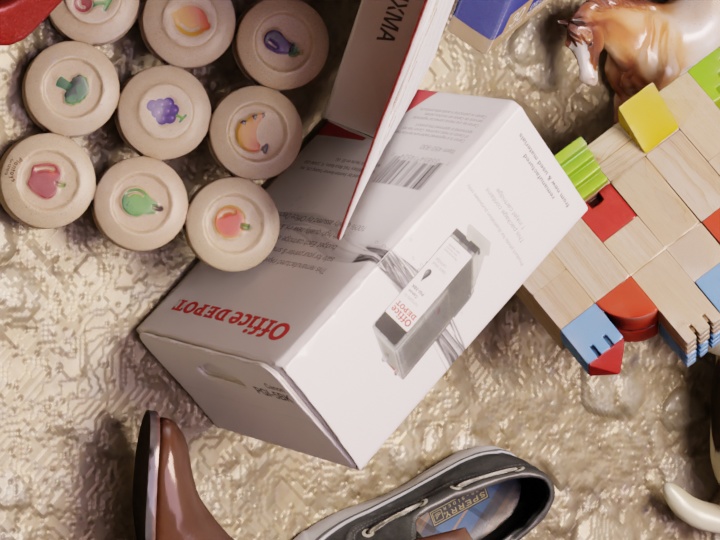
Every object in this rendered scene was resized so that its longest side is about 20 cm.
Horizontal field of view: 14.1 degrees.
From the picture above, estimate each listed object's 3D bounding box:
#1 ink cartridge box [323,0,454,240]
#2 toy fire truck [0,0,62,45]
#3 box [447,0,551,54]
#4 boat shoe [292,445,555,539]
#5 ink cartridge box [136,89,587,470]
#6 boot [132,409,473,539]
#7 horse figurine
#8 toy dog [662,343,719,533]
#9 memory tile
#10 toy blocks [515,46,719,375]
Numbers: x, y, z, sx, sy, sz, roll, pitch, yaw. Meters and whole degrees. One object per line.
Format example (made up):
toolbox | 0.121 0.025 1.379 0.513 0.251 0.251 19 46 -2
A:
ink cartridge box | 0.023 -0.141 1.482 0.044 0.200 0.174 24 44 3
toy fire truck | -0.216 -0.170 1.426 0.200 0.112 0.168 4 126 -35
box | 0.116 -0.218 1.556 0.121 0.032 0.200 -40 159 -42
boat shoe | 0.023 0.159 1.641 0.200 0.057 0.069 -33 111 -25
ink cartridge box | 0.000 0.000 1.558 0.200 0.147 0.083 -48 120 -19
boot | -0.019 0.152 1.566 0.200 0.064 0.187 -6 109 -7
horse figurine | 0.205 -0.127 1.739 0.200 0.050 0.133 -25 111 -23
toy dog | 0.250 0.046 1.752 0.194 0.140 0.200 -23 113 9
memory tile | -0.097 -0.107 1.524 0.153 0.017 0.200 14 86 -9
toy blocks | 0.168 -0.010 1.646 0.200 0.100 0.137 -37 74 -5
